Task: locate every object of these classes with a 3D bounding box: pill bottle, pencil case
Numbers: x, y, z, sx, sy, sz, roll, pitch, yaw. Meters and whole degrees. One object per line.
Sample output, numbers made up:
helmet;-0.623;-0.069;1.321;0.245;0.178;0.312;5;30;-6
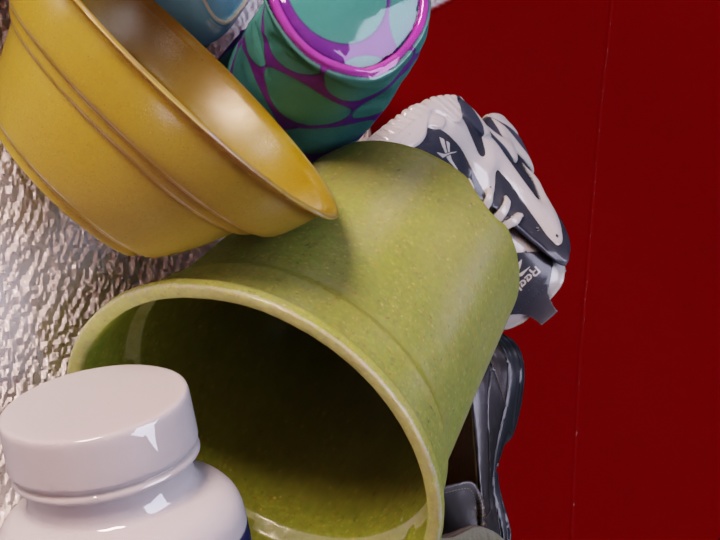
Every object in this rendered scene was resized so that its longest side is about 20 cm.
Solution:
pill bottle;-0.106;0.153;1.319;0.120;0.119;0.201;-40;125;-55
pencil case;-0.023;-0.111;1.410;0.093;0.085;0.200;66;-16;8

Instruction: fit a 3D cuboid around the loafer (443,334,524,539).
loafer;0.047;0.131;1.659;0.072;0.072;0.201;15;78;-63

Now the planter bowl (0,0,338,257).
planter bowl;-0.109;-0.066;1.302;0.083;0.201;0.200;-46;149;8

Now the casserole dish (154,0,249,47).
casserole dish;-0.093;-0.200;1.426;0.121;0.039;0.201;-60;142;-42

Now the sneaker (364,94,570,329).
sneaker;0.067;-0.026;1.641;0.130;0.079;0.199;57;14;14

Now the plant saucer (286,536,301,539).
plant saucer;-0.017;0.230;1.455;0.199;0.037;0.201;-11;115;-25

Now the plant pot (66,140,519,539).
plant pot;-0.014;0.037;1.396;0.184;0.199;0.201;-53;136;-44

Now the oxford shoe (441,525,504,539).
oxford shoe;0.049;0.185;1.579;0.200;0.058;0.075;14;49;-63
